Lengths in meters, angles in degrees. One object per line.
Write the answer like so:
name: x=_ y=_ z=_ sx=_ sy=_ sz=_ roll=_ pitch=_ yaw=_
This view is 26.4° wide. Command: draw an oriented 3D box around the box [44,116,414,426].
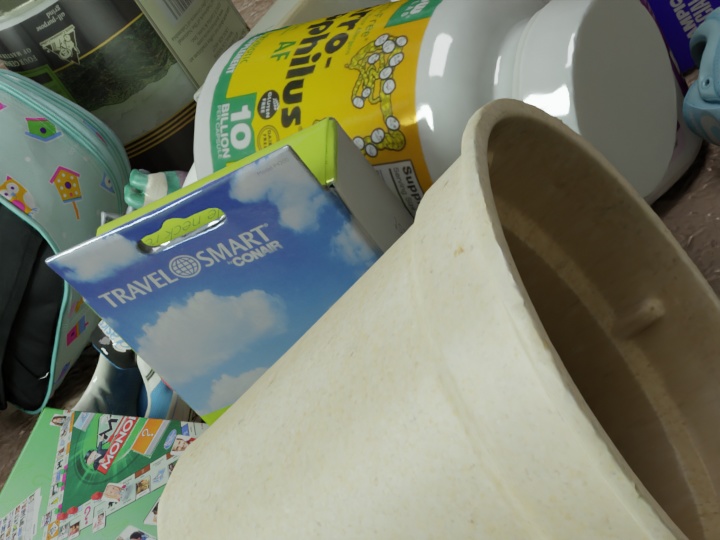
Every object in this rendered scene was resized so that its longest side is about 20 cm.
box: x=-0.021 y=0.024 z=0.639 sx=0.121 sy=0.200 sz=0.048 roll=-23 pitch=39 yaw=22

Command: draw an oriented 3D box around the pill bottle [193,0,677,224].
pill bottle: x=0.031 y=-0.062 z=0.667 sx=0.198 sy=0.113 sz=0.113 roll=-4 pitch=41 yaw=41

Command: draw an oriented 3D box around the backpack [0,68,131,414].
backpack: x=-0.222 y=-0.032 z=0.917 sx=0.154 sy=0.174 sz=0.201 roll=-58 pitch=-5 yaw=-32

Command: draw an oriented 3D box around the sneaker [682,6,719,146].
sneaker: x=0.192 y=-0.073 z=0.700 sx=0.082 sy=0.074 sz=0.201 roll=-34 pitch=19 yaw=20

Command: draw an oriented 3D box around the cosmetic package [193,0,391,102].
cosmetic package: x=0.014 y=-0.132 z=0.836 sx=0.201 sy=0.104 sz=0.073 roll=-53 pitch=18 yaw=-23

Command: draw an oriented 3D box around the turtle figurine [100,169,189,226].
turtle figurine: x=-0.064 y=-0.036 z=0.896 sx=0.201 sy=0.100 sz=0.150 roll=-56 pitch=-13 yaw=-6

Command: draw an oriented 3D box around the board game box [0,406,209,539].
board game box: x=-0.114 y=0.145 z=0.685 sx=0.133 sy=0.029 sz=0.201 roll=4 pitch=41 yaw=13

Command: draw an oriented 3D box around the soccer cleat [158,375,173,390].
soccer cleat: x=-0.004 y=0.028 z=0.709 sx=0.197 sy=0.076 sz=0.068 roll=-8 pitch=74 yaw=16

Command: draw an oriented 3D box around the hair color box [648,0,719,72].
hair color box: x=0.210 y=-0.188 z=0.851 sx=0.199 sy=0.065 sz=0.110 roll=-32 pitch=29 yaw=10

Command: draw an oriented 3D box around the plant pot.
plant pot: x=0.034 y=0.076 z=0.541 sx=0.183 sy=0.200 sz=0.201 roll=-36 pitch=26 yaw=23

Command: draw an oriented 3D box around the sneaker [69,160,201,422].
sneaker: x=-0.093 y=0.014 z=0.786 sx=0.072 sy=0.072 sz=0.202 roll=39 pitch=115 yaw=35

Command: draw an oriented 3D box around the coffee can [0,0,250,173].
coffee can: x=-0.137 y=-0.128 z=1.001 sx=0.145 sy=0.201 sz=0.147 roll=-27 pitch=29 yaw=16

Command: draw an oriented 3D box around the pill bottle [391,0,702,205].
pill bottle: x=0.081 y=-0.125 z=0.748 sx=0.111 sy=0.201 sz=0.113 roll=-25 pitch=25 yaw=13
